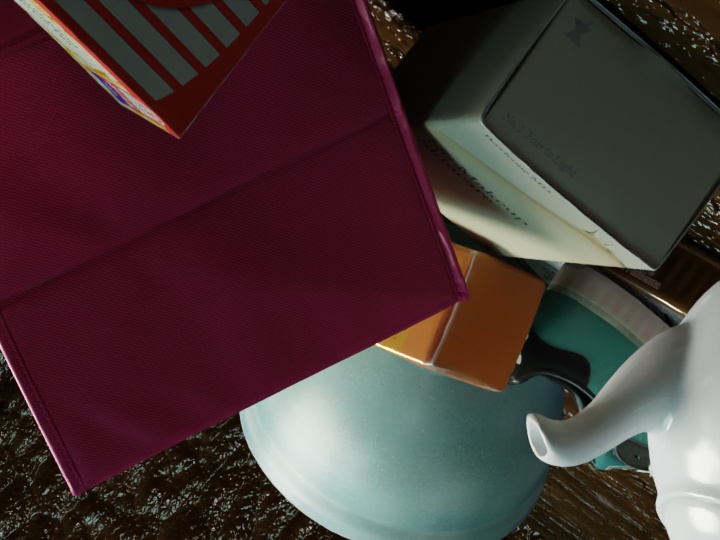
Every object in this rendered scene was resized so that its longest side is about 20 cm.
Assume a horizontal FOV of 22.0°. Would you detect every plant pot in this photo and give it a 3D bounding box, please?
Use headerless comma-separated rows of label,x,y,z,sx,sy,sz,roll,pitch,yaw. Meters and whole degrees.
plant pot,0.039,0.050,1.107,0.200,0.200,0.135,35,134,15

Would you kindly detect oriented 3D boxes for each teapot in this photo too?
teapot,0.210,0.105,0.844,0.199,0.146,0.198,17,156,42

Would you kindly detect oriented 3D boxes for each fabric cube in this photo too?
fabric cube,-0.098,-0.056,0.848,0.201,0.199,0.196,69,170,-25

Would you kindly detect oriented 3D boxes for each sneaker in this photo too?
sneaker,0.163,0.086,0.982,0.200,0.080,0.071,38,170,-1

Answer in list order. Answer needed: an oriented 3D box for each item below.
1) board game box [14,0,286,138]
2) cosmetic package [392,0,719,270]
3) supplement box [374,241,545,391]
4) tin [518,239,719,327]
board game box,-0.085,-0.165,0.649,0.046,0.152,0.200,30,170,43
cosmetic package,0.077,-0.061,0.833,0.103,0.073,0.200,39,173,-13
supplement box,0.000,0.000,0.990,0.199,0.069,0.066,20,179,44
tin,0.156,0.010,1.011,0.200,0.042,0.112,33,173,31
